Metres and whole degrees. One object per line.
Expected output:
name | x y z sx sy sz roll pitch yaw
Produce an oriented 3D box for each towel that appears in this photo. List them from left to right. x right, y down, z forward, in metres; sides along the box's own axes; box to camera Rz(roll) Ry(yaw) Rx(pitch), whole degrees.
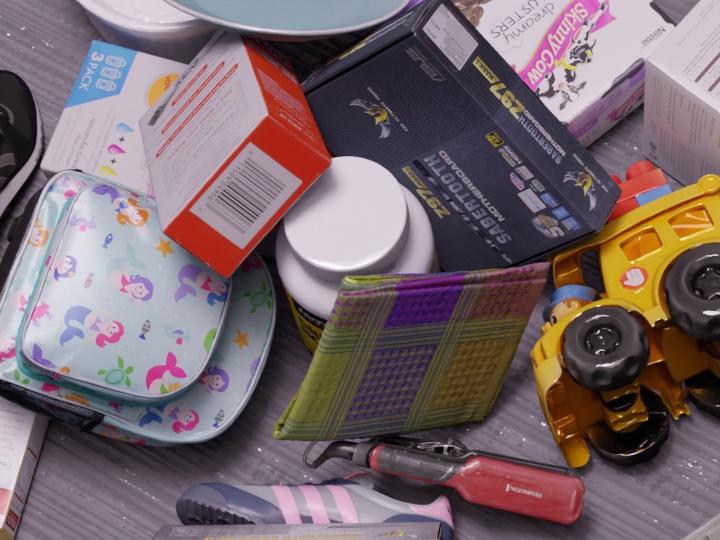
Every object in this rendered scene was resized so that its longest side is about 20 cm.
towel | 0.039 0.057 1.559 0.199 0.144 0.023 -6 40 -39

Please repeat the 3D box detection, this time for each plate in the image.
plate | -0.060 -0.206 1.635 0.199 0.026 0.200 5 30 -3

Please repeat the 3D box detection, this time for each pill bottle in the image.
pill bottle | 0.000 0.000 1.596 0.112 0.200 0.113 -3 67 6

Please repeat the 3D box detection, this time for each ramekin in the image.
ramekin | -0.139 -0.255 1.776 0.199 0.098 0.201 -3 67 6

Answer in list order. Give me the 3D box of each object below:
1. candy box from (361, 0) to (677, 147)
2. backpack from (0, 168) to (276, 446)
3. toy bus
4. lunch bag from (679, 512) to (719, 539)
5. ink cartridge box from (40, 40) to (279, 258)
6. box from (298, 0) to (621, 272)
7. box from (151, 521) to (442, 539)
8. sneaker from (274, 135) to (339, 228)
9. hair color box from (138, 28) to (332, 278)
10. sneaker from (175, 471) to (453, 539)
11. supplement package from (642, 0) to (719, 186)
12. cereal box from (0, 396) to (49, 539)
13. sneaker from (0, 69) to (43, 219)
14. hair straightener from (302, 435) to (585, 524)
candy box | 0.122 -0.183 1.728 0.168 0.072 0.200 -38 68 -10
backpack | -0.161 0.033 1.618 0.199 0.150 0.178 25 76 -17
toy bus | 0.198 0.017 1.612 0.199 0.136 0.192 -25 53 -1
lunch bag | 0.326 0.213 1.515 0.199 0.118 0.164 -31 67 -13
ink cartridge box | -0.128 -0.091 1.721 0.199 0.068 0.116 15 71 12
box | 0.065 -0.088 1.602 0.200 0.157 0.051 47 54 -16
box | -0.039 0.254 1.536 0.199 0.048 0.159 -1 100 6
sneaker | -0.014 -0.077 1.672 0.200 0.073 0.077 -37 78 -31
hair color box | -0.091 -0.090 1.568 0.111 0.064 0.200 -47 26 13
sneaker | -0.029 0.177 1.606 0.199 0.070 0.082 16 54 8
supplement package | 0.328 -0.112 1.630 0.200 0.152 0.151 38 76 20
cereal box | -0.301 0.091 1.681 0.143 0.040 0.201 11 69 11
sneaker | -0.296 -0.091 1.714 0.075 0.088 0.201 6 52 9
hair straightener | 0.057 0.143 1.604 0.199 0.077 0.041 7 96 -3
